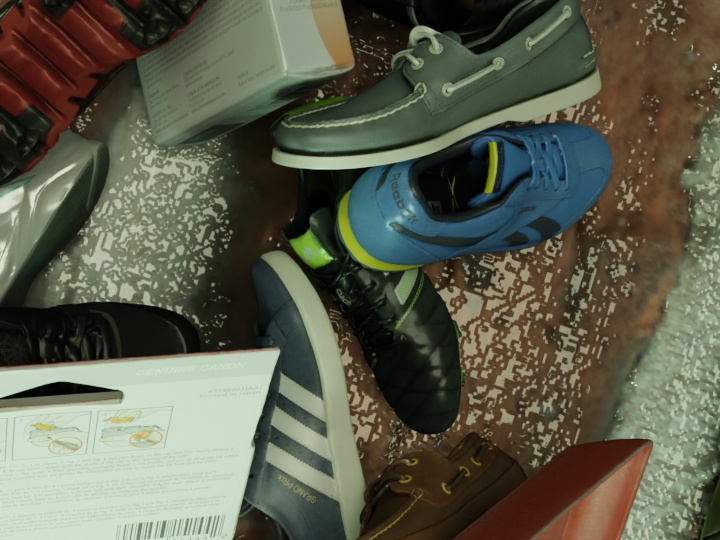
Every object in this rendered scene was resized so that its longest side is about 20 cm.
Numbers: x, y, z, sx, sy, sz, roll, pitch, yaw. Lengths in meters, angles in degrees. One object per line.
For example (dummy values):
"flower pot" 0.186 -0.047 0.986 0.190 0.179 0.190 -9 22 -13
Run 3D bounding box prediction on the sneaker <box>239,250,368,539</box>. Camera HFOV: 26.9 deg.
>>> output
"sneaker" -0.049 0.092 0.841 0.084 0.075 0.202 -13 88 -12

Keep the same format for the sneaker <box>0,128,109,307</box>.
"sneaker" -0.222 -0.001 0.837 0.080 0.070 0.201 30 77 5

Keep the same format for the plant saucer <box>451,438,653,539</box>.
"plant saucer" 0.058 0.187 0.780 0.199 0.200 0.037 -32 57 -31

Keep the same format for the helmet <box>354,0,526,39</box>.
"helmet" 0.034 -0.242 0.821 0.199 0.200 0.191 -35 67 -8

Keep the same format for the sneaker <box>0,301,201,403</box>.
"sneaker" -0.172 0.052 0.755 0.199 0.088 0.076 -6 81 -20

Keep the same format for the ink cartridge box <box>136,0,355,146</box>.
"ink cartridge box" -0.081 -0.182 0.815 0.050 0.162 0.202 -8 86 -33

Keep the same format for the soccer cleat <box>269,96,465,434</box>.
"soccer cleat" 0.000 0.000 0.850 0.081 0.067 0.201 -12 81 -45

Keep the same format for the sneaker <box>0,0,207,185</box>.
"sneaker" -0.142 -0.130 0.779 0.200 0.098 0.071 -40 108 18

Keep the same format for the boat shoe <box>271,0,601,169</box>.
"boat shoe" 0.039 -0.102 0.792 0.199 0.073 0.062 -19 112 -24

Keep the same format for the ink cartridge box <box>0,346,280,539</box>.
"ink cartridge box" -0.149 0.079 0.713 0.198 0.177 0.045 -3 51 -18

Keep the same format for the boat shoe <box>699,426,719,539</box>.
"boat shoe" 0.240 0.143 0.874 0.068 0.075 0.201 13 83 0

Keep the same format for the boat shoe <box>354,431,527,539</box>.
"boat shoe" 0.028 0.136 0.808 0.072 0.200 0.068 -43 74 30

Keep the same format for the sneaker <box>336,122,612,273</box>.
"sneaker" 0.082 -0.049 0.836 0.199 0.078 0.066 -16 81 -36
